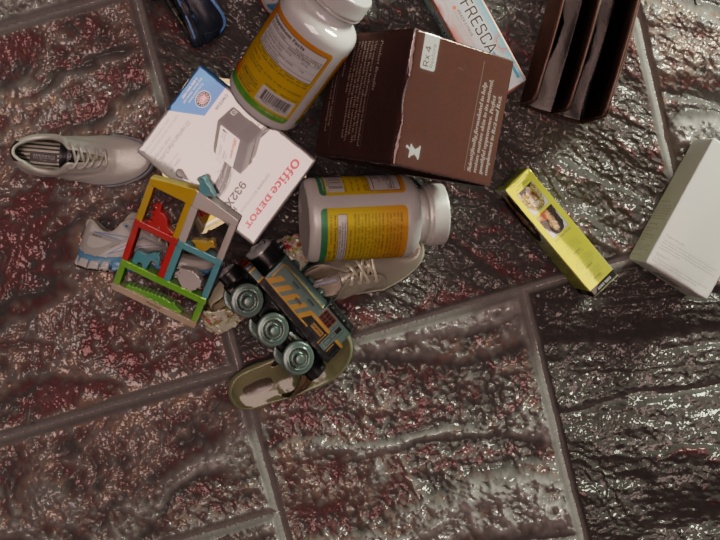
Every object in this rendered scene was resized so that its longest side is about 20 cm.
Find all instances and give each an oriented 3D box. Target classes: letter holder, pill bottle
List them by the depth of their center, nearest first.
[{"bbox_3d":[-0.074,-0.289,1.252,0.111,0.111,0.200,39,121,-5],"label":"pill bottle"},{"bbox_3d":[0.305,-0.315,1.335,0.099,0.142,0.204,15,94,-4],"label":"letter holder"},{"bbox_3d":[0.019,-0.073,1.335,0.196,0.113,0.115,-4,95,-12],"label":"pill bottle"}]

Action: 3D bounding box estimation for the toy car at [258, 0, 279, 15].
[{"bbox_3d":[-0.072,-0.420,1.279,0.183,0.200,0.178,34,93,-5],"label":"toy car"}]

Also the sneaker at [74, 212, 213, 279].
[{"bbox_3d":[-0.299,-0.035,1.367,0.196,0.075,0.089,7,89,-4],"label":"sneaker"}]

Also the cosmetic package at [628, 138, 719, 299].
[{"bbox_3d":[0.487,-0.075,1.397,0.112,0.081,0.202,30,92,-5],"label":"cosmetic package"}]

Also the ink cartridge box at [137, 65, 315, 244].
[{"bbox_3d":[-0.178,-0.155,1.323,0.199,0.084,0.146,38,93,-7],"label":"ink cartridge box"}]

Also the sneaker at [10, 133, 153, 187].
[{"bbox_3d":[-0.385,-0.152,1.351,0.196,0.071,0.075,-2,95,-3],"label":"sneaker"}]

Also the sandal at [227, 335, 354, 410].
[{"bbox_3d":[-0.097,0.148,1.398,0.198,0.057,0.081,-28,96,0],"label":"sandal"}]

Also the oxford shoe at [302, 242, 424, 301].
[{"bbox_3d":[0.000,0.000,1.391,0.196,0.058,0.077,-18,92,-4],"label":"oxford shoe"}]

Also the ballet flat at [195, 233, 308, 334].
[{"bbox_3d":[-0.149,0.013,1.372,0.200,0.076,0.064,-42,138,1],"label":"ballet flat"}]

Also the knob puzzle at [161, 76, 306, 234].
[{"bbox_3d":[-0.195,-0.181,1.378,0.215,0.030,0.225,0,95,-2],"label":"knob puzzle"}]

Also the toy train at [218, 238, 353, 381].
[{"bbox_3d":[-0.101,0.053,1.326,0.114,0.085,0.201,-43,104,-10],"label":"toy train"}]

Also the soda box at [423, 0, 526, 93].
[{"bbox_3d":[0.153,-0.333,1.363,0.063,0.068,0.202,-30,96,0],"label":"soda box"}]

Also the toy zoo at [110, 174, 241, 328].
[{"bbox_3d":[-0.242,-0.037,1.301,0.129,0.021,0.203,24,110,-2],"label":"toy zoo"}]

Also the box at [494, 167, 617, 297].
[{"bbox_3d":[0.277,-0.054,1.392,0.050,0.075,0.200,-42,94,-1],"label":"box"}]

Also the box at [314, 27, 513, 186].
[{"bbox_3d":[0.065,-0.212,1.278,0.162,0.199,0.169,8,95,-33],"label":"box"}]

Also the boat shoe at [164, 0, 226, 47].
[{"bbox_3d":[-0.267,-0.395,1.329,0.069,0.084,0.201,-42,93,-10],"label":"boat shoe"}]
